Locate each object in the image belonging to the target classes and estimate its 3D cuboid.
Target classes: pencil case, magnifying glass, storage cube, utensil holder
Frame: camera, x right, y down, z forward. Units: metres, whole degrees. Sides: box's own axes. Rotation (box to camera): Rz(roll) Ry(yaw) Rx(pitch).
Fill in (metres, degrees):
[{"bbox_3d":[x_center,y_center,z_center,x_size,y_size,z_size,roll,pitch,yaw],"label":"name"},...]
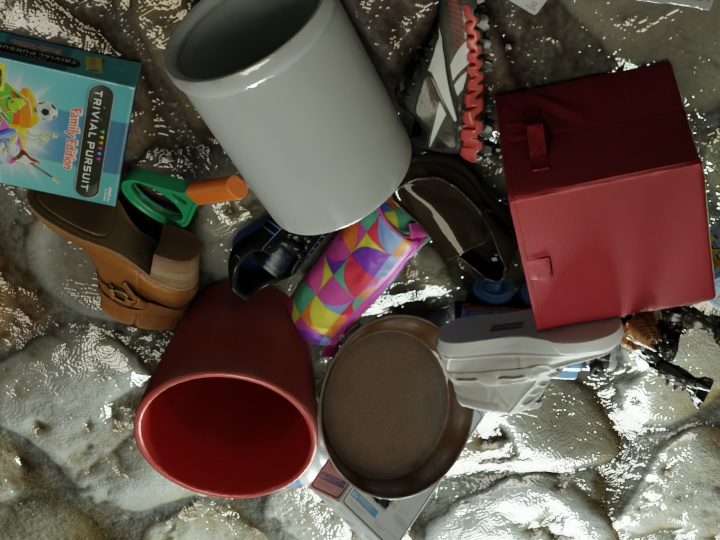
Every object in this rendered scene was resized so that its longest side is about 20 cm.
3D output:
[{"bbox_3d":[0.000,0.000,1.428,0.088,0.089,0.200,23,128,-18],"label":"pencil case"},{"bbox_3d":[-0.175,-0.077,1.334,0.080,0.022,0.199,42,157,-28],"label":"magnifying glass"},{"bbox_3d":[0.238,-0.073,1.304,0.178,0.172,0.201,-10,130,9],"label":"storage cube"},{"bbox_3d":[-0.061,-0.158,1.241,0.169,0.171,0.200,-20,131,17],"label":"utensil holder"}]

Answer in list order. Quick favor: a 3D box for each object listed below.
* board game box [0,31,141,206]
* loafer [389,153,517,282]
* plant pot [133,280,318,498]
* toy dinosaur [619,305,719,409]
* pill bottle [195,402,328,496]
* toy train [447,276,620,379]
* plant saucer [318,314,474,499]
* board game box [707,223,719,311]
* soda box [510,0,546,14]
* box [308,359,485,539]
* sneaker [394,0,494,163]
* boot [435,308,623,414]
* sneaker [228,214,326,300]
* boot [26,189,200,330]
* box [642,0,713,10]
[{"bbox_3d":[-0.329,-0.154,1.324,0.198,0.047,0.152,11,130,-9],"label":"board game box"},{"bbox_3d":[0.100,-0.050,1.349,0.073,0.072,0.199,-27,138,34],"label":"loafer"},{"bbox_3d":[-0.135,0.120,1.465,0.198,0.178,0.202,3,131,3],"label":"plant pot"},{"bbox_3d":[0.303,0.069,1.352,0.135,0.200,0.103,28,121,13],"label":"toy dinosaur"},{"bbox_3d":[-0.103,0.203,1.584,0.198,0.113,0.113,-7,130,7],"label":"pill bottle"},{"bbox_3d":[0.195,0.070,1.464,0.198,0.115,0.087,3,132,-2],"label":"toy train"},{"bbox_3d":[0.035,0.149,1.467,0.200,0.201,0.034,34,164,-25],"label":"plant saucer"},{"bbox_3d":[0.430,-0.015,1.386,0.199,0.062,0.200,12,133,-35],"label":"board game box"},{"bbox_3d":[0.092,-0.311,1.173,0.199,0.064,0.068,25,126,-21],"label":"soda box"},{"bbox_3d":[0.044,0.207,1.538,0.060,0.200,0.117,12,149,52],"label":"box"},{"bbox_3d":[0.079,-0.194,1.267,0.097,0.071,0.202,3,127,8],"label":"sneaker"},{"bbox_3d":[0.179,0.094,1.360,0.199,0.074,0.096,-4,120,30],"label":"boot"},{"bbox_3d":[-0.064,-0.041,1.396,0.070,0.078,0.200,35,123,-26],"label":"sneaker"},{"bbox_3d":[-0.271,-0.009,1.436,0.199,0.074,0.155,26,144,0],"label":"boot"},{"bbox_3d":[0.229,-0.312,1.079,0.111,0.201,0.102,6,132,-7],"label":"box"}]
